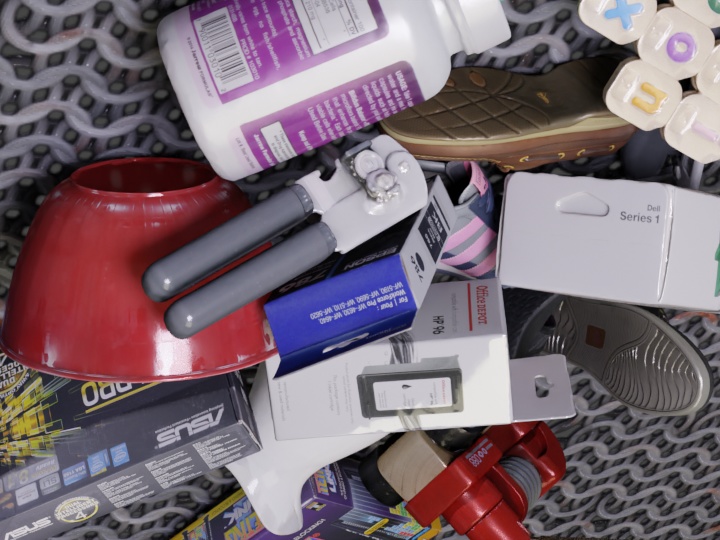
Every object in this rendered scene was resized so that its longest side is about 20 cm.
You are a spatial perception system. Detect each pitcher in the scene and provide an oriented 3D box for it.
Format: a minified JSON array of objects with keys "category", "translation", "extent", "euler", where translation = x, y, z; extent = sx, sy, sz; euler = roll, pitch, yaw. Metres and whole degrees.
[{"category":"pitcher","translation":[-0.047,0.074,1.340],"extent":[0.172,0.121,0.200],"euler":[41,106,-3]}]

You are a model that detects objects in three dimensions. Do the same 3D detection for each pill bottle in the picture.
[{"category":"pill bottle","translation":[-0.014,-0.142,1.089],"extent":[0.200,0.112,0.112],"euler":[-22,142,4]}]

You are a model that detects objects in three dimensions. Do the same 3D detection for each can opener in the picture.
[{"category":"can opener","translation":[-0.043,-0.020,1.087],"extent":[0.200,0.053,0.066],"euler":[-31,175,-28]},{"category":"can opener","translation":[0.234,-0.129,1.259],"extent":[0.066,0.053,0.200],"euler":[-9,140,-13]}]

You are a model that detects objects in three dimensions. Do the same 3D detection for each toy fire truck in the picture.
[{"category":"toy fire truck","translation":[0.127,0.170,1.383],"extent":[0.129,0.200,0.176],"euler":[-45,173,23]}]

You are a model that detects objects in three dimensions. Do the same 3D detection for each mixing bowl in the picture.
[{"category":"mixing bowl","translation":[-0.139,-0.011,1.157],"extent":[0.200,0.200,0.108],"euler":[-5,108,-18]}]

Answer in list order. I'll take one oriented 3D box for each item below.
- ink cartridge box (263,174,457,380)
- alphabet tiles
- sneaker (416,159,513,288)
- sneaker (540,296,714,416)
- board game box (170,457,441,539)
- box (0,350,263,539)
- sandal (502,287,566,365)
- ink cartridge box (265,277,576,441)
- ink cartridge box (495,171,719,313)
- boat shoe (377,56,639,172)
[{"category":"ink cartridge box","translation":[0.000,0.000,1.140],"extent":[0.099,0.200,0.039],"euler":[-21,107,17]},{"category":"alphabet tiles","translation":[0.247,-0.174,1.168],"extent":[0.196,0.015,0.200],"euler":[26,104,-19]},{"category":"sneaker","translation":[0.082,-0.041,1.286],"extent":[0.200,0.070,0.082],"euler":[9,135,-34]},{"category":"sneaker","translation":[0.228,0.057,1.389],"extent":[0.106,0.200,0.075],"euler":[3,107,-35]},{"category":"board game box","translation":[-0.056,0.239,1.557],"extent":[0.200,0.057,0.165],"euler":[-38,143,29]},{"category":"box","translation":[-0.183,0.093,1.260],"extent":[0.200,0.161,0.049],"euler":[-22,142,4]},{"category":"sandal","translation":[0.106,0.048,1.330],"extent":[0.075,0.200,0.048],"euler":[10,128,26]},{"category":"ink cartridge box","translation":[0.041,0.057,1.203],"extent":[0.200,0.116,0.068],"euler":[-4,109,4]},{"category":"ink cartridge box","translation":[0.213,-0.016,1.273],"extent":[0.146,0.084,0.200],"euler":[7,-179,43]},{"category":"boat shoe","translation":[0.106,-0.097,1.227],"extent":[0.200,0.072,0.068],"euler":[-8,139,-19]}]
